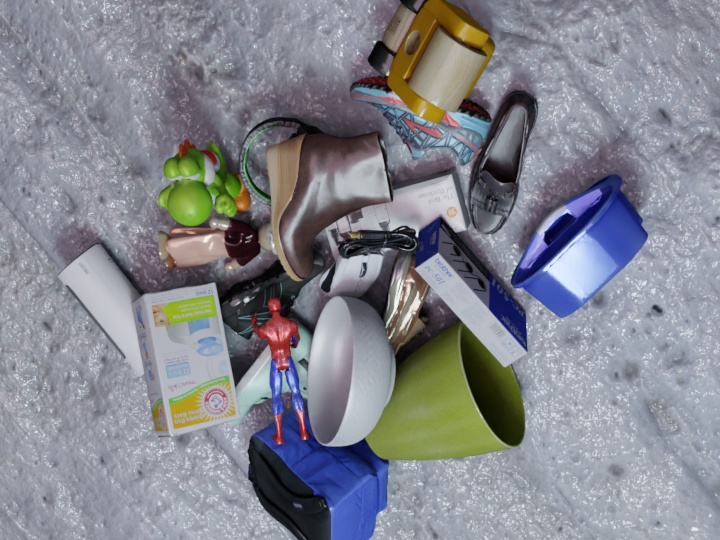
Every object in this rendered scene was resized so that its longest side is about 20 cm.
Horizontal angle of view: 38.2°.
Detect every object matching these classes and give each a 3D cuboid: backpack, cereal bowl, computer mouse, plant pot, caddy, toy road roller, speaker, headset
[{"bbox_3d":[-0.064,0.307,1.539,0.198,0.167,0.165,31,132,33],"label":"backpack"},{"bbox_3d":[-0.007,0.140,1.426,0.082,0.201,0.204,8,111,-20],"label":"cereal bowl"},{"bbox_3d":[0.000,0.000,1.440,0.108,0.200,0.045,-7,68,-22],"label":"computer mouse"},{"bbox_3d":[0.103,0.189,1.470,0.198,0.187,0.189,-25,100,26],"label":"plant pot"},{"bbox_3d":[0.283,-0.038,1.373,0.105,0.142,0.200,42,110,-6],"label":"caddy"},{"bbox_3d":[0.114,-0.269,1.322,0.144,0.201,0.124,16,116,-32],"label":"toy road roller"},{"bbox_3d":[-0.365,0.061,1.580,0.081,0.081,0.201,-36,97,20],"label":"speaker"},{"bbox_3d":[-0.072,-0.139,1.446,0.196,0.094,0.126,9,109,-8],"label":"headset"}]

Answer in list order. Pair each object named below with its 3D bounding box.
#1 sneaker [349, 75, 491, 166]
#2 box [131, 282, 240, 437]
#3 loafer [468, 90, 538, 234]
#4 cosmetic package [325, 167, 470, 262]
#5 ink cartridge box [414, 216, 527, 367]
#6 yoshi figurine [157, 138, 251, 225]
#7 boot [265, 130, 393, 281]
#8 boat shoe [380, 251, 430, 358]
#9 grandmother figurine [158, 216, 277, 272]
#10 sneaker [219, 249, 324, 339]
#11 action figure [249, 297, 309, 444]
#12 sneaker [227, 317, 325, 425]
[{"bbox_3d":[0.072,-0.197,1.405,0.196,0.079,0.097,20,112,6],"label":"sneaker"},{"bbox_3d":[-0.255,0.131,1.513,0.110,0.101,0.204,-9,85,-24],"label":"box"},{"bbox_3d":[0.187,-0.140,1.403,0.071,0.063,0.204,17,109,7],"label":"loafer"},{"bbox_3d":[0.048,-0.075,1.461,0.196,0.051,0.084,-15,104,16],"label":"cosmetic package"},{"bbox_3d":[0.153,0.030,1.419,0.044,0.095,0.200,-33,114,25],"label":"ink cartridge box"},{"bbox_3d":[-0.219,-0.103,1.426,0.112,0.200,0.112,-41,81,7],"label":"yoshi figurine"},{"bbox_3d":[-0.037,-0.084,1.393,0.163,0.072,0.204,-2,110,16],"label":"boot"},{"bbox_3d":[0.063,0.071,1.491,0.070,0.076,0.203,13,116,-2],"label":"boat shoe"},{"bbox_3d":[-0.191,-0.043,1.512,0.196,0.122,0.062,-7,66,4],"label":"grandmother figurine"},{"bbox_3d":[-0.123,0.035,1.531,0.198,0.076,0.080,-28,109,28],"label":"sneaker"},{"bbox_3d":[-0.115,0.133,1.485,0.064,0.099,0.204,-8,103,-10],"label":"action figure"},{"bbox_3d":[-0.119,0.183,1.562,0.118,0.074,0.201,39,109,3],"label":"sneaker"}]
